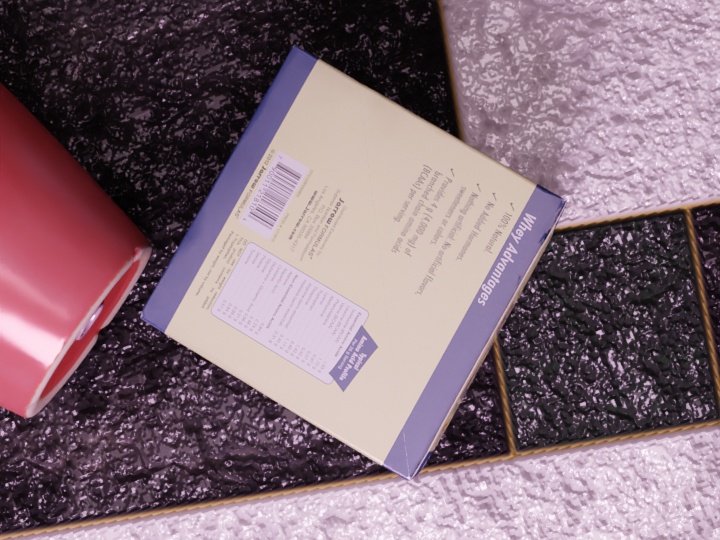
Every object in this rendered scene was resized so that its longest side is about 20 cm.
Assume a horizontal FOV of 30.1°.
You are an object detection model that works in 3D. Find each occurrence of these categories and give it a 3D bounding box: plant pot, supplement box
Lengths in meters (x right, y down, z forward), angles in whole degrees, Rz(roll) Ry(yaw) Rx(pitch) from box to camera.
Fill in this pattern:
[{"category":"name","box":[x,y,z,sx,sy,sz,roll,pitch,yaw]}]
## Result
[{"category":"plant pot","box":[-0.247,-0.012,0.886,0.176,0.200,0.202,35,88,-2]},{"category":"supplement box","box":[0.000,0.000,0.881,0.198,0.134,0.202,30,88,7]}]
